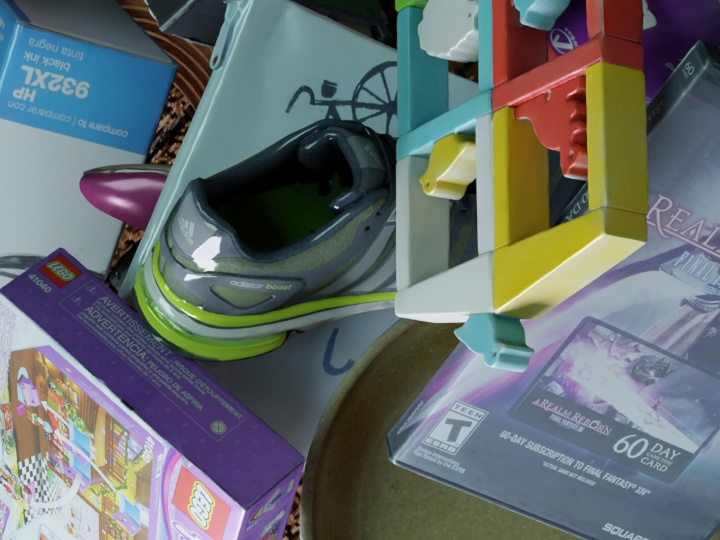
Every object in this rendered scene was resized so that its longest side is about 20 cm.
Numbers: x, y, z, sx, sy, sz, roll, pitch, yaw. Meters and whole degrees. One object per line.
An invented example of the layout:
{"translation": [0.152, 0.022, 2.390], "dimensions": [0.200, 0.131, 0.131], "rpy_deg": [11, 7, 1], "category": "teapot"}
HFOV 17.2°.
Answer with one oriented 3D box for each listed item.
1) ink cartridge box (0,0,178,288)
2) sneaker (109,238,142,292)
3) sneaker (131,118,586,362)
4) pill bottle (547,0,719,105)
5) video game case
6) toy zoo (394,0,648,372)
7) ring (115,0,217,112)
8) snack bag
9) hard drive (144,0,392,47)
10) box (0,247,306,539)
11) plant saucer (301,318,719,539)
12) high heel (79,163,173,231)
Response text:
{"translation": [-0.174, -0.036, 1.144], "dimensions": [0.145, 0.083, 0.201], "rpy_deg": [45, 118, 59], "category": "ink cartridge box"}
{"translation": [-0.036, 0.001, 1.114], "dimensions": [0.200, 0.060, 0.104], "rpy_deg": [-37, 103, 2], "category": "sneaker"}
{"translation": [0.009, -0.025, 0.939], "dimensions": [0.074, 0.199, 0.081], "rpy_deg": [59, 155, 22], "category": "sneaker"}
{"translation": [0.144, -0.123, 0.856], "dimensions": [0.200, 0.112, 0.113], "rpy_deg": [-14, 81, 58], "category": "pill bottle"}
{"translation": [0.121, 0.021, 0.887], "dimensions": [0.200, 0.142, 0.019], "rpy_deg": [-53, 29, 26], "category": "video game case"}
{"translation": [0.055, -0.062, 0.857], "dimensions": [0.131, 0.020, 0.201], "rpy_deg": [-24, 62, 55], "category": "toy zoo"}
{"translation": [-0.118, -0.039, 1.200], "dimensions": [0.200, 0.019, 0.201], "rpy_deg": [0, 90, 37], "category": "ring"}
{"translation": [0.000, 0.000, 1.015], "dimensions": [0.189, 0.199, 0.021], "rpy_deg": [-67, 14, 4], "category": "snack bag"}
{"translation": [-0.072, -0.185, 1.084], "dimensions": [0.038, 0.139, 0.201], "rpy_deg": [-39, 65, 28], "category": "hard drive"}
{"translation": [-0.100, 0.101, 0.995], "dimensions": [0.137, 0.039, 0.200], "rpy_deg": [40, 143, 17], "category": "box"}
{"translation": [0.073, 0.105, 0.988], "dimensions": [0.199, 0.035, 0.201], "rpy_deg": [1, 80, -7], "category": "plant saucer"}
{"translation": [-0.032, 0.011, 1.048], "dimensions": [0.199, 0.067, 0.097], "rpy_deg": [12, 90, -9], "category": "high heel"}
